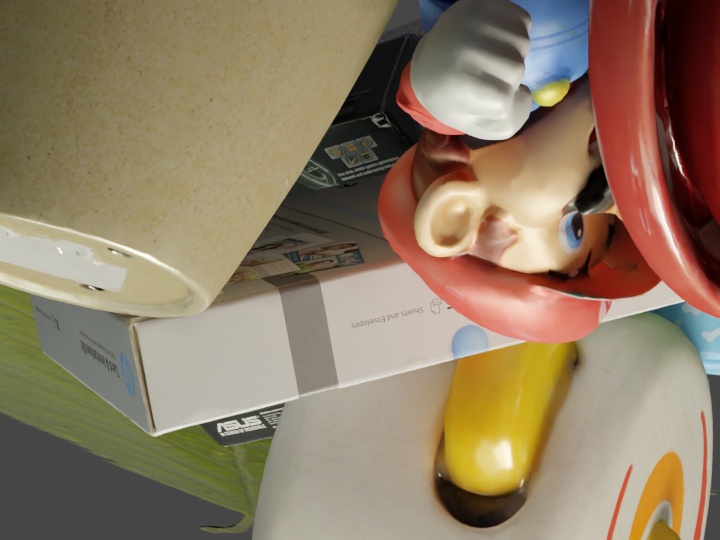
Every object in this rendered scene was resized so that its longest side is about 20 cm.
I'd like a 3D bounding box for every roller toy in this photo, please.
[{"bbox_3d":[0.055,0.095,0.937,0.140,0.200,0.182,11,-167,22],"label":"roller toy"}]

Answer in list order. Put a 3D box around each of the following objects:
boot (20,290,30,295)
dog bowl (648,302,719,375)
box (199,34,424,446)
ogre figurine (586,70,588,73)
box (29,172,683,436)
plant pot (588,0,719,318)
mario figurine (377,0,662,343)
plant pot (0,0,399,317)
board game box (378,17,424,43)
[{"bbox_3d":[-0.138,-0.039,0.944,0.200,0.131,0.068,-28,137,8],"label":"boot"},{"bbox_3d":[0.169,0.018,1.045,0.111,0.050,0.200,1,175,28],"label":"dog bowl"},{"bbox_3d":[-0.022,-0.005,1.036,0.200,0.044,0.160,-15,131,35],"label":"box"},{"bbox_3d":[0.142,-0.060,0.906,0.200,0.098,0.120,36,177,-20],"label":"ogre figurine"},{"bbox_3d":[0.000,0.000,0.848,0.200,0.041,0.156,-15,-167,-18],"label":"box"},{"bbox_3d":[0.171,-0.059,0.657,0.182,0.201,0.200,8,165,34],"label":"plant pot"},{"bbox_3d":[0.062,-0.062,0.704,0.123,0.106,0.200,-18,129,-15],"label":"mario figurine"},{"bbox_3d":[-0.065,-0.095,0.734,0.187,0.200,0.187,13,166,3],"label":"plant pot"},{"bbox_3d":[0.068,-0.047,1.107,0.199,0.043,0.200,18,165,-26],"label":"board game box"}]
